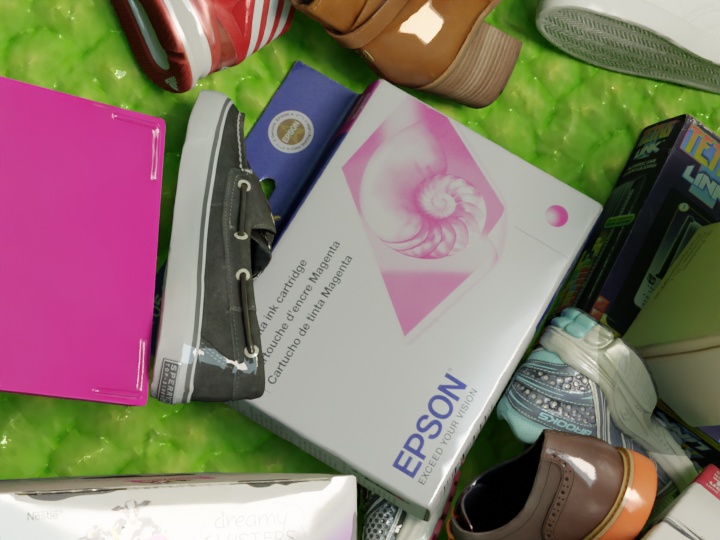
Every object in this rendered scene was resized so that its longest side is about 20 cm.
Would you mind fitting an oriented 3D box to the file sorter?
[{"bbox_3d":[-0.210,-0.015,0.765,0.199,0.125,0.141,11,78,-43],"label":"file sorter"}]

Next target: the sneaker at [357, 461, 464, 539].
[{"bbox_3d":[0.020,0.105,0.912,0.074,0.081,0.202,20,72,3],"label":"sneaker"}]

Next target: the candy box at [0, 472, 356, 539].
[{"bbox_3d":[-0.112,0.134,0.781,0.166,0.200,0.072,1,84,-22],"label":"candy box"}]

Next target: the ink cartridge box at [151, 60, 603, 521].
[{"bbox_3d":[0.000,0.000,0.886,0.199,0.043,0.197,29,72,7],"label":"ink cartridge box"}]

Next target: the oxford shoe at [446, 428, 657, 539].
[{"bbox_3d":[0.070,0.143,0.870,0.072,0.200,0.072,27,40,-16],"label":"oxford shoe"}]

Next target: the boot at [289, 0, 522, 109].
[{"bbox_3d":[0.041,-0.205,0.930,0.154,0.076,0.202,22,89,-41],"label":"boot"}]

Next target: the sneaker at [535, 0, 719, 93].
[{"bbox_3d":[0.192,-0.183,1.015,0.198,0.073,0.117,10,79,-31],"label":"sneaker"}]

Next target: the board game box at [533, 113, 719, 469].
[{"bbox_3d":[0.227,0.029,1.011,0.199,0.057,0.166,35,71,-15],"label":"board game box"}]

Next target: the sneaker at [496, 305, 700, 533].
[{"bbox_3d":[0.131,0.106,0.933,0.086,0.078,0.200,-43,131,-9],"label":"sneaker"}]

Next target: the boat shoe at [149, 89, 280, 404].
[{"bbox_3d":[-0.071,-0.012,0.849,0.056,0.069,0.201,8,49,-6],"label":"boat shoe"}]

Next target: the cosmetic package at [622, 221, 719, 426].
[{"bbox_3d":[0.233,0.021,0.875,0.073,0.200,0.104,42,70,-10],"label":"cosmetic package"}]

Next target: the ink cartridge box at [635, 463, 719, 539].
[{"bbox_3d":[0.145,0.198,0.844,0.084,0.200,0.145,42,111,13],"label":"ink cartridge box"}]

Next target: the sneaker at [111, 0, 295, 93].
[{"bbox_3d":[-0.098,-0.209,0.902,0.115,0.078,0.202,-28,108,-31],"label":"sneaker"}]
